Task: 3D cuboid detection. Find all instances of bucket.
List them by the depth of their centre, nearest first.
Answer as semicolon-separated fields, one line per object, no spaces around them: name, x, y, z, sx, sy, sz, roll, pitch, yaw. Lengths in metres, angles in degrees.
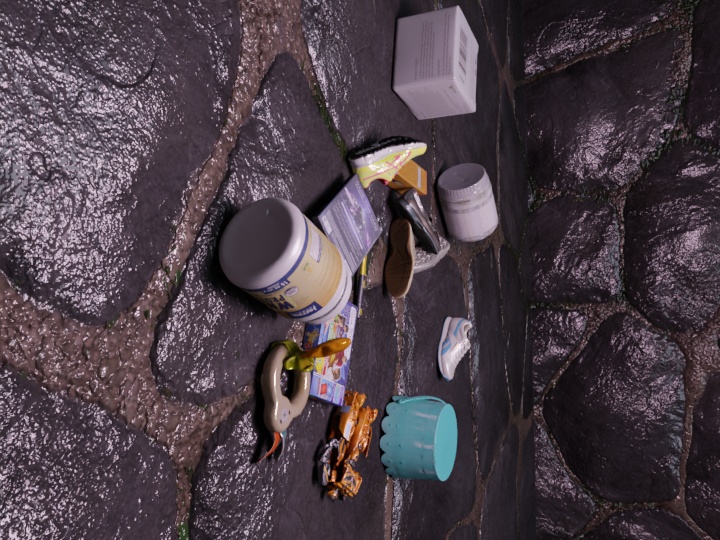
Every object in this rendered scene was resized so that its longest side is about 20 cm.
bucket;0.146;0.405;1.440;0.207;0.133;0.210;0;90;-64

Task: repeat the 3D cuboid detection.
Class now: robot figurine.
robot figurine;-0.025;0.350;1.179;0.145;0.058;0.202;56;41;-46

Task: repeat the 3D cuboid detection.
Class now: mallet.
mallet;0.000;0.000;1.276;0.066;0.041;0.202;30;66;-59

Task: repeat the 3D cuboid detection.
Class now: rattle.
rattle;-0.090;0.216;0.973;0.131;0.141;0.202;77;18;-58

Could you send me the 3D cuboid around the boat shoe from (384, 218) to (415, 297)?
boat shoe;0.103;-0.024;1.446;0.065;0.071;0.202;44;44;-57

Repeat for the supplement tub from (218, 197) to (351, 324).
supplement tub;-0.109;-0.006;0.928;0.200;0.143;0.146;44;50;-54

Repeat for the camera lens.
camera lens;0.325;-0.200;1.801;0.161;0.158;0.201;-64;143;-43

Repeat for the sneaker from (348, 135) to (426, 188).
sneaker;0.061;-0.238;1.314;0.198;0.078;0.091;-21;120;-24

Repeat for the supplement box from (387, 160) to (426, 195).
supplement box;0.099;-0.235;1.450;0.200;0.066;0.070;13;77;-64

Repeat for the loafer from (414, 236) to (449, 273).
loafer;0.169;-0.030;1.580;0.199;0.070;0.070;-25;153;-46

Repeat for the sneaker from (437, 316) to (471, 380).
sneaker;0.283;0.232;1.788;0.077;0.080;0.202;52;45;-52

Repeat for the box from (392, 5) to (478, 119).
box;0.198;-0.528;1.546;0.200;0.169;0.202;24;67;-62

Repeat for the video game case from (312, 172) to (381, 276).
video game case;-0.021;-0.088;1.177;0.144;0.019;0.200;66;31;-23

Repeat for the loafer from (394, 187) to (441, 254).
loafer;0.159;-0.121;1.483;0.063;0.072;0.200;-48;128;-10

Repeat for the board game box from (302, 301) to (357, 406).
board game box;-0.061;0.147;1.140;0.135;0.034;0.202;40;54;-57
